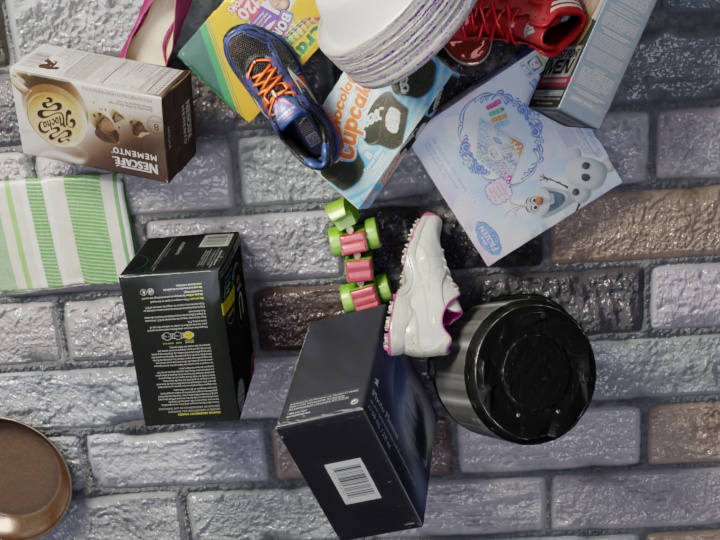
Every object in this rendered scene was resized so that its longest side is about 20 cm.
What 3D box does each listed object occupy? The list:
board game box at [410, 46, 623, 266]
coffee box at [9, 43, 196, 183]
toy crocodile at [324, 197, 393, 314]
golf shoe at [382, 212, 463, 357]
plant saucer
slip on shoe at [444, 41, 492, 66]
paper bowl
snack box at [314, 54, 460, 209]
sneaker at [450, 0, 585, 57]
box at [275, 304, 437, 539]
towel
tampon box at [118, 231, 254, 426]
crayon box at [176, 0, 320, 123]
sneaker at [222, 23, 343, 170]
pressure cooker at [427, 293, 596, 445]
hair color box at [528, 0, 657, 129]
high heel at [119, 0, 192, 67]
[{"bbox_3d":[0.188,-0.142,1.276,0.197,0.043,0.201,-32,105,11],"label":"board game box"},{"bbox_3d":[-0.302,-0.187,1.225,0.197,0.080,0.114,13,127,12],"label":"coffee box"},{"bbox_3d":[0.000,0.000,1.324,0.066,0.062,0.203,-11,110,6],"label":"toy crocodile"},{"bbox_3d":[0.087,0.021,1.272,0.090,0.203,0.076,10,152,8],"label":"golf shoe"},{"bbox_3d":[-0.501,0.290,1.461,0.197,0.037,0.204,0,110,1],"label":"plant saucer"},{"bbox_3d":[0.107,-0.334,1.201,0.073,0.061,0.203,-14,110,5],"label":"slip on shoe"},{"bbox_3d":[0.031,-0.302,1.088,0.200,0.202,0.104,-42,122,16],"label":"paper bowl"},{"bbox_3d":[0.017,-0.189,1.246,0.116,0.037,0.201,40,108,15],"label":"snack box"},{"bbox_3d":[0.154,-0.282,1.139,0.197,0.116,0.079,-12,123,-4],"label":"sneaker"},{"bbox_3d":[0.005,0.187,1.292,0.121,0.200,0.202,-15,121,19],"label":"box"},{"bbox_3d":[-0.392,-0.048,1.344,0.196,0.023,0.155,-5,109,5],"label":"towel"},{"bbox_3d":[-0.213,0.072,1.311,0.124,0.150,0.203,-4,110,4],"label":"tampon box"},{"bbox_3d":[-0.107,-0.290,1.225,0.119,0.058,0.200,42,106,-13],"label":"crayon box"},{"bbox_3d":[-0.085,-0.198,1.187,0.075,0.079,0.200,-36,109,12],"label":"sneaker"},{"bbox_3d":[0.180,0.124,1.298,0.176,0.200,0.179,-15,89,-15],"label":"pressure cooker"},{"bbox_3d":[0.270,-0.266,1.170,0.060,0.099,0.202,23,94,-14],"label":"hair color box"},{"bbox_3d":[-0.249,-0.263,1.221,0.067,0.096,0.201,31,108,-9],"label":"high heel"}]
